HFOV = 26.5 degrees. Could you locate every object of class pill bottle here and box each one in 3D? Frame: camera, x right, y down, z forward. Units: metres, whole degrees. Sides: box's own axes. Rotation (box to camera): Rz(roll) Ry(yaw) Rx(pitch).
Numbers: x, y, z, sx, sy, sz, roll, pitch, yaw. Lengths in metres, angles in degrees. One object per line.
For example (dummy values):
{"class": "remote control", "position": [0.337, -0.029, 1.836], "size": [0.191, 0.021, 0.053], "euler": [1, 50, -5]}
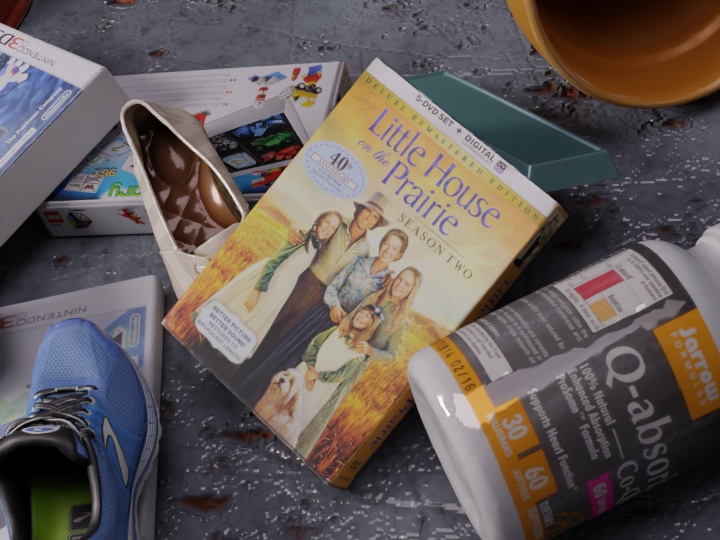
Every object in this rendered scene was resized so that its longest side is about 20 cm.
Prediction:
{"class": "pill bottle", "position": [0.133, 0.055, 0.792], "size": [0.198, 0.117, 0.117], "euler": [-26, 47, -5]}

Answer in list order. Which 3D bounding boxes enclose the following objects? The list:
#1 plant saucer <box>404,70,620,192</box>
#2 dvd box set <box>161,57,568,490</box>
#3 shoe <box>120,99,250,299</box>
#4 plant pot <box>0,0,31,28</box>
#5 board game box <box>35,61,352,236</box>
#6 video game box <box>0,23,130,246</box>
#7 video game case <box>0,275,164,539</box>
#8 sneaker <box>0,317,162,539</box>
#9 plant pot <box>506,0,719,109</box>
{"class": "plant saucer", "position": [0.077, -0.090, 0.954], "size": [0.069, 0.019, 0.200], "euler": [-13, 28, -25]}
{"class": "dvd box set", "position": [0.000, 0.000, 0.867], "size": [0.146, 0.029, 0.200], "euler": [41, 93, 21]}
{"class": "shoe", "position": [-0.099, -0.025, 0.951], "size": [0.070, 0.053, 0.201], "euler": [-31, 64, 4]}
{"class": "plant pot", "position": [-0.384, -0.271, 1.191], "size": [0.198, 0.196, 0.202], "euler": [-9, 48, 10]}
{"class": "board game box", "position": [-0.112, -0.084, 1.047], "size": [0.198, 0.035, 0.127], "euler": [-1, 51, 17]}
{"class": "video game box", "position": [-0.282, -0.082, 1.067], "size": [0.181, 0.047, 0.200], "euler": [23, 67, 44]}
{"class": "video game case", "position": [-0.209, 0.098, 0.927], "size": [0.180, 0.022, 0.201], "euler": [-12, 48, 8]}
{"class": "sneaker", "position": [-0.155, 0.098, 0.833], "size": [0.078, 0.090, 0.201], "euler": [-14, 46, 3]}
{"class": "plant pot", "position": [0.167, -0.232, 0.998], "size": [0.198, 0.202, 0.184], "euler": [-24, 31, -4]}
